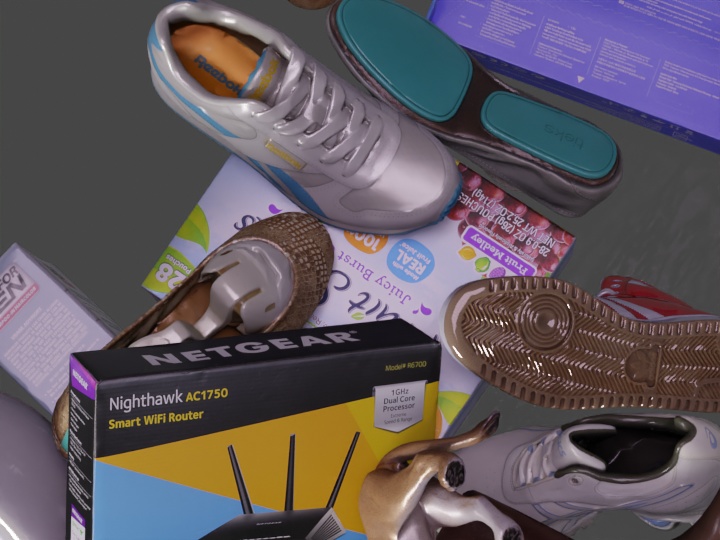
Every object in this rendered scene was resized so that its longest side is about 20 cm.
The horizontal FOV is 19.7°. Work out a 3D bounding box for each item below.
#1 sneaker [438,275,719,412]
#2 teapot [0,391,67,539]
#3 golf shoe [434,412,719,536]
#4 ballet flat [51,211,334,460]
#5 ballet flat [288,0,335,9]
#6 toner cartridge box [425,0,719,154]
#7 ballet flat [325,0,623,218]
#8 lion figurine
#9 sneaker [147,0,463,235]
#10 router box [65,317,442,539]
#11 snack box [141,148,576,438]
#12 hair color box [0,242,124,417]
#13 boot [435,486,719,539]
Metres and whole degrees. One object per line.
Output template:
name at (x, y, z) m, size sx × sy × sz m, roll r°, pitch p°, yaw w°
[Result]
sneaker at (0.123, 0.037, 1.181) m, size 0.200 × 0.112 × 0.071 m, roll 11°, pitch 95°, yaw -21°
teapot at (-0.233, 0.135, 1.193) m, size 0.197 × 0.146 × 0.200 m, roll -15°, pitch 115°, yaw 21°
golf shoe at (0.117, 0.107, 1.175) m, size 0.200 × 0.097 × 0.078 m, roll -10°, pitch 58°, yaw 24°
ballet flat at (-0.086, 0.034, 1.142) m, size 0.070 × 0.065 × 0.200 m, roll 42°, pitch 71°, yaw 7°
ballet flat at (-0.048, -0.262, 1.267) m, size 0.068 × 0.072 × 0.201 m, roll -8°, pitch 82°, yaw 3°
toner cartridge box at (0.146, -0.149, 1.254) m, size 0.200 × 0.043 × 0.095 m, roll 21°, pitch 84°, yaw 6°
ballet flat at (0.060, -0.091, 1.233) m, size 0.200 × 0.064 × 0.067 m, roll 30°, pitch 59°, yaw -2°
lion figurine at (0.024, 0.165, 1.098) m, size 0.072 × 0.122 × 0.201 m, roll 11°, pitch 89°, yaw -35°
sneaker at (-0.035, -0.085, 1.172) m, size 0.200 × 0.081 × 0.077 m, roll 28°, pitch 79°, yaw 6°
router box at (-0.058, 0.111, 1.116) m, size 0.200 × 0.051 × 0.150 m, roll -6°, pitch 109°, yaw -27°
snack box at (0.000, 0.000, 1.231) m, size 0.200 × 0.068 × 0.169 m, roll 34°, pitch 85°, yaw 9°
hair color box at (-0.140, 0.077, 1.213) m, size 0.200 × 0.099 × 0.061 m, roll 43°, pitch 87°, yaw 8°
boot at (0.122, 0.142, 1.106) m, size 0.200 × 0.064 × 0.187 m, roll 16°, pitch 84°, yaw 40°
